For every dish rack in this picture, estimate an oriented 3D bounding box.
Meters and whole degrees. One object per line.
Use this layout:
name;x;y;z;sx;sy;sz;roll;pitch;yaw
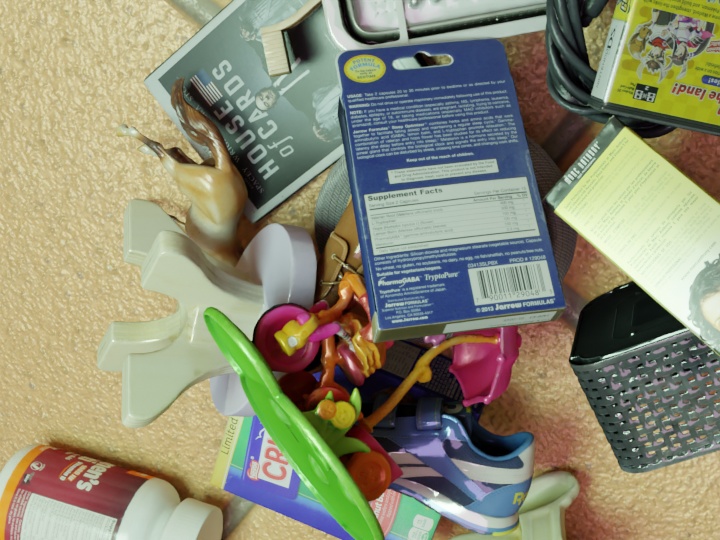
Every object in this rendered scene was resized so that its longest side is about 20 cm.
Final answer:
dish rack;0.066;-0.242;0.746;0.199;0.044;0.172;-9;97;6

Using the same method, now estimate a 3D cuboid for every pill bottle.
pill bottle;-0.238;0.240;1.013;0.199;0.110;0.110;13;113;12

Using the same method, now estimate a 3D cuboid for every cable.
cable;0.204;-0.182;0.708;0.200;0.051;0.163;-37;117;6

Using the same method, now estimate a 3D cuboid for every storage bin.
storage bin;0.263;0.050;0.770;0.199;0.135;0.094;-22;103;23

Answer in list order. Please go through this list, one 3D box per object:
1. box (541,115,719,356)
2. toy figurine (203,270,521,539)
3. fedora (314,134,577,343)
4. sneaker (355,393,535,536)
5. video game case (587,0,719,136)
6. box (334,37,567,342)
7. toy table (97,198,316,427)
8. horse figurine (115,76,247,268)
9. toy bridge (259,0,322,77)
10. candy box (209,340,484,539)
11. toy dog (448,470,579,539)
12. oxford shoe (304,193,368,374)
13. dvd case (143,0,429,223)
box;0.214;-0.006;0.677;0.200;0.050;0.075;43;106;19
toy figurine;0.020;0.055;0.735;0.184;0.150;0.200;-37;108;-16
fedora;0.073;-0.041;0.820;0.200;0.090;0.177;-24;100;31
sneaker;0.042;0.126;0.826;0.199;0.074;0.082;22;110;0
video game case;0.262;-0.174;0.690;0.199;0.026;0.181;9;106;-16
box;0.054;-0.057;0.704;0.121;0.032;0.201;-6;69;-6
toy table;-0.121;0.036;0.812;0.117;0.184;0.200;8;135;-23
horse figurine;-0.135;-0.052;0.885;0.132;0.050;0.200;23;131;18
toy bridge;0.023;-0.195;0.792;0.199;0.027;0.067;-11;98;6
candy box;-0.010;0.136;0.921;0.199;0.077;0.170;21;114;9
toy dog;0.154;0.306;0.897;0.193;0.140;0.200;-27;110;9
oxford shoe;0.000;0.000;0.777;0.071;0.071;0.200;31;119;12
dvd case;-0.059;-0.151;0.858;0.200;0.025;0.150;-35;96;25
